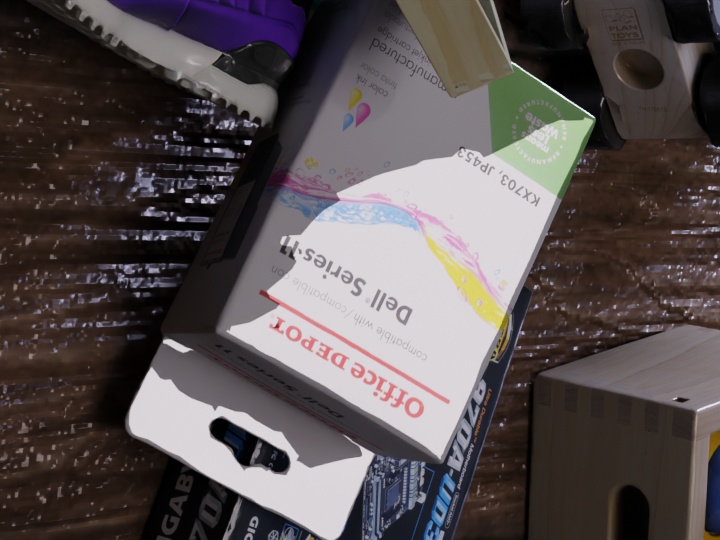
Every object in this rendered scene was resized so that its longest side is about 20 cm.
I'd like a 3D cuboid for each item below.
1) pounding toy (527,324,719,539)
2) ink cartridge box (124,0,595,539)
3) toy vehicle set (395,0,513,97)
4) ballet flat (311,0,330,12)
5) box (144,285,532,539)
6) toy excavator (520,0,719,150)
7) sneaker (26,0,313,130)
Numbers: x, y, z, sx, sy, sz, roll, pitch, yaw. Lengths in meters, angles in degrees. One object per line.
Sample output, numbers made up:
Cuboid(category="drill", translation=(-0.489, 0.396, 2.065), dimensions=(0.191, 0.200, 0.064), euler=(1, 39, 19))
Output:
Cuboid(category="pounding toy", translation=(0.198, 0.148, 1.190), dimensions=(0.183, 0.141, 0.202), euler=(-13, 109, -49))
Cuboid(category="ink cartridge box", translation=(0.000, 0.000, 0.897), dimensions=(0.117, 0.067, 0.201), euler=(30, 76, -21))
Cuboid(category="toy vehicle set", translation=(0.007, -0.175, 0.862), dimensions=(0.201, 0.026, 0.125), euler=(-101, 163, -47))
Cuboid(category="ballet flat", translation=(-0.031, -0.183, 0.891), dimensions=(0.200, 0.067, 0.073), euler=(49, 41, -45))
Cuboid(category="box", translation=(-0.007, 0.071, 0.990), dimensions=(0.159, 0.046, 0.201), euler=(31, 74, -50))
Cuboid(category="toy excavator", translation=(0.155, -0.185, 1.111), dimensions=(0.201, 0.099, 0.195), euler=(-63, 141, -40))
Cuboid(category="sneaker", translation=(-0.076, -0.130, 0.821), dimensions=(0.100, 0.069, 0.200), euler=(-62, 150, 0))
